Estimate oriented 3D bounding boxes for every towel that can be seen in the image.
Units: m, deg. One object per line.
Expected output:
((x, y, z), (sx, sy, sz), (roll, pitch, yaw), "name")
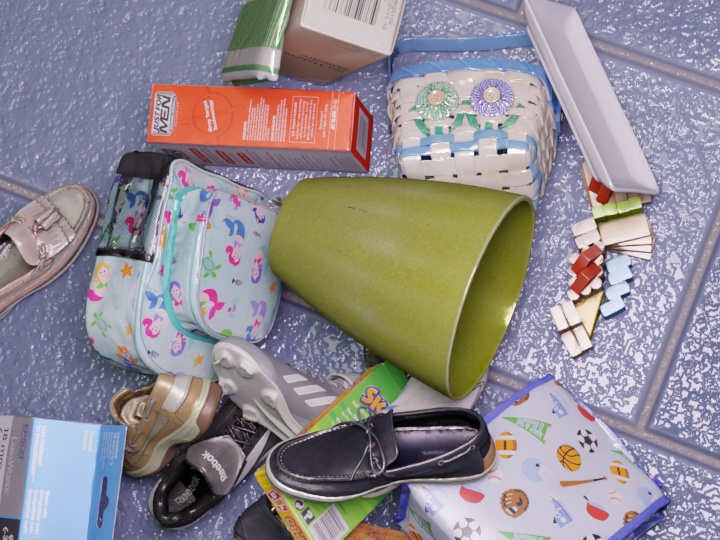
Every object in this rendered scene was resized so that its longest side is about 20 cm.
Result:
((-0.074, -0.267, 1.618), (0.023, 0.152, 0.201), (17, 89, -18), "towel")

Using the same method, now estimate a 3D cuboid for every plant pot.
((0.027, -0.009, 1.568), (0.199, 0.187, 0.188), (21, 85, 18), "plant pot")

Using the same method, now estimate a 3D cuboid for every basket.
((0.110, -0.149, 1.661), (0.175, 0.139, 0.201), (-4, 45, 9), "basket")

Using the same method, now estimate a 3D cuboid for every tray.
((0.206, -0.156, 1.623), (0.022, 0.107, 0.201), (-30, 75, 28), "tray")

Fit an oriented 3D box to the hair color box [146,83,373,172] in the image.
((-0.095, -0.137, 1.707), (0.199, 0.102, 0.062), (3, 82, 11), "hair color box")

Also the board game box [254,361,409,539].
((-0.007, 0.166, 1.601), (0.030, 0.200, 0.096), (-22, 103, 48), "board game box")

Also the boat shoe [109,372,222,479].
((-0.196, 0.133, 1.636), (0.076, 0.200, 0.072), (25, 56, -16), "boat shoe")

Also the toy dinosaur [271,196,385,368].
((0.000, 0.000, 1.675), (0.088, 0.047, 0.201), (-34, 98, -34), "toy dinosaur")

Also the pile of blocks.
((0.227, -0.016, 1.645), (0.082, 0.062, 0.201), (11, 83, 12), "pile of blocks")

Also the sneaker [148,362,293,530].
((-0.125, 0.170, 1.660), (0.066, 0.091, 0.200), (43, 91, -1), "sneaker")

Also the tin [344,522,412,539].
((0.037, 0.294, 1.592), (0.199, 0.042, 0.112), (15, 53, -14), "tin")

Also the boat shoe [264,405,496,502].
((0.017, 0.151, 1.509), (0.199, 0.062, 0.075), (-5, 50, -1), "boat shoe")

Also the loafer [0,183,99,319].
((-0.341, -0.011, 1.751), (0.200, 0.063, 0.072), (-44, 75, 1), "loafer")

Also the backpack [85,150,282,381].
((-0.161, 0.006, 1.652), (0.150, 0.177, 0.201), (14, 85, 35), "backpack")

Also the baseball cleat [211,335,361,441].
((-0.054, 0.115, 1.642), (0.200, 0.070, 0.107), (49, 49, -21), "baseball cleat")

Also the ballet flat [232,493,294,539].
((-0.026, 0.271, 1.641), (0.200, 0.073, 0.073), (31, 87, 16), "ballet flat")

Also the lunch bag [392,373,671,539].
((0.156, 0.208, 1.586), (0.200, 0.124, 0.170), (-37, 73, -22), "lunch bag")

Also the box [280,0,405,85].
((-0.035, -0.234, 1.655), (0.095, 0.200, 0.078), (16, 83, -16), "box")

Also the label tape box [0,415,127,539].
((-0.303, 0.208, 1.650), (0.200, 0.063, 0.145), (-5, 76, 51), "label tape box")

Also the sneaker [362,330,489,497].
((0.055, 0.138, 1.609), (0.072, 0.073, 0.200), (26, 54, 25), "sneaker")
